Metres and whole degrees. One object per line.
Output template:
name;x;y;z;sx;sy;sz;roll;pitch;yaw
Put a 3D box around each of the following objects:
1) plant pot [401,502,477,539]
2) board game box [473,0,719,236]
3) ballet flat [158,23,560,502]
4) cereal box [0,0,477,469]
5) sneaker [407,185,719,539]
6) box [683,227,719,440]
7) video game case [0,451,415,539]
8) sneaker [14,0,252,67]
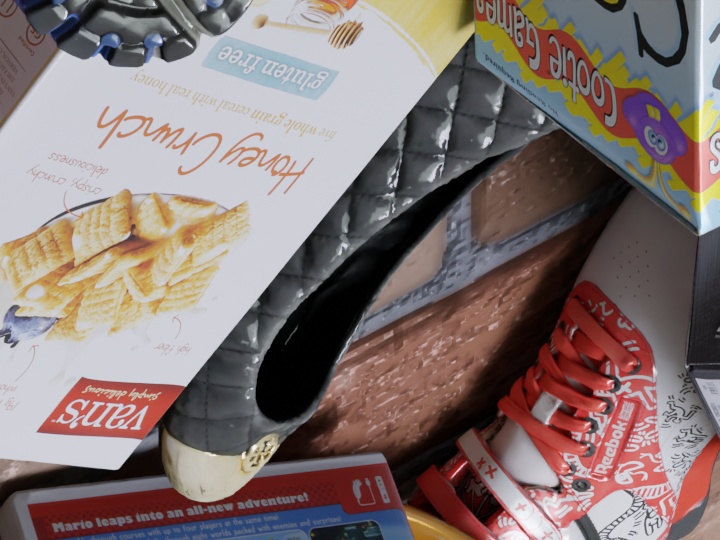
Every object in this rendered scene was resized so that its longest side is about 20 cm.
plant pot;-0.033;0.205;1.003;0.200;0.201;0.183;-12;156;-36
board game box;0.094;-0.130;0.731;0.105;0.103;0.201;-26;134;-23
ballet flat;0.000;0.000;0.875;0.200;0.057;0.066;-54;164;25
cereal box;-0.063;-0.031;0.794;0.200;0.040;0.144;-52;148;18
sneaker;0.075;0.056;1.020;0.108;0.067;0.202;-28;149;-21
box;0.155;0.001;0.956;0.048;0.159;0.200;-1;155;19
video game case;-0.022;0.154;0.908;0.143;0.201;0.017;-4;152;-33
sneaker;-0.055;-0.151;0.630;0.077;0.085;0.201;3;112;-15
